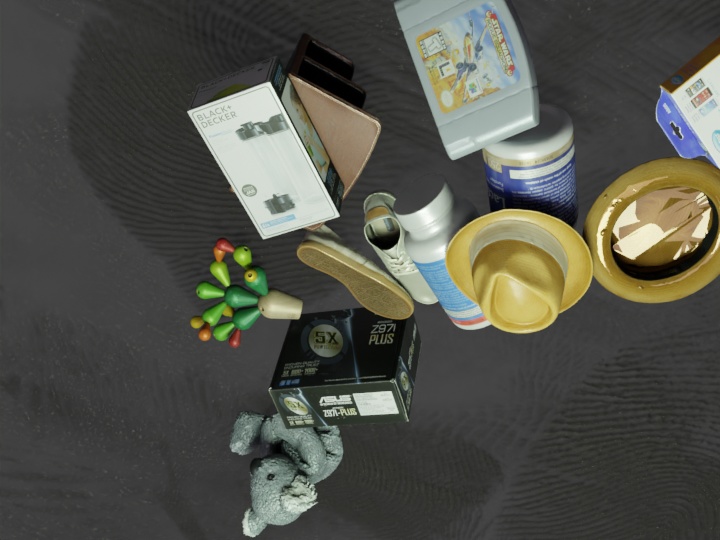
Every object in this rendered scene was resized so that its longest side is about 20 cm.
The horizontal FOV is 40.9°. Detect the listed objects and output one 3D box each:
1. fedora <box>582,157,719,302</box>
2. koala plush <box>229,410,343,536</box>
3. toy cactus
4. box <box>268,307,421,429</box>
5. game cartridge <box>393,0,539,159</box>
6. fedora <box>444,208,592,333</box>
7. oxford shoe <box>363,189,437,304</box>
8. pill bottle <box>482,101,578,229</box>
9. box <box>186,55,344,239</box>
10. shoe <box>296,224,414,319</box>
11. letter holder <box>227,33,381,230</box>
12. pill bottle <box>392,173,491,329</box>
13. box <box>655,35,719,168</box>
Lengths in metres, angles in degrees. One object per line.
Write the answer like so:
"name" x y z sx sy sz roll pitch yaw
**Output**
"fedora" 0.376 -0.060 1.222 0.196 0.082 0.205 2 116 3
"koala plush" -0.122 0.337 1.600 0.176 0.202 0.184 -31 117 31
"toy cactus" -0.168 0.045 1.457 0.161 0.103 0.203 11 122 -10
"box" -0.019 0.143 1.444 0.196 0.165 0.087 -6 128 18
"game cartridge" 0.129 -0.247 1.122 0.131 0.041 0.204 -19 93 30
"fedora" 0.195 0.016 1.197 0.196 0.083 0.203 6 138 5
"oxford shoe" 0.058 -0.022 1.364 0.074 0.058 0.202 -16 125 21
"pill bottle" 0.218 -0.099 1.225 0.113 0.117 0.203 -3 128 15
"box" -0.111 -0.144 1.168 0.114 0.061 0.202 -13 127 19
"shoe" 0.000 0.000 1.397 0.198 0.054 0.070 34 139 -16
"letter holder" -0.062 -0.170 1.244 0.140 0.102 0.201 26 130 -12
"pill bottle" 0.126 -0.027 1.307 0.111 0.113 0.201 -20 123 26
"box" 0.435 -0.211 1.094 0.199 0.042 0.119 -41 114 11
